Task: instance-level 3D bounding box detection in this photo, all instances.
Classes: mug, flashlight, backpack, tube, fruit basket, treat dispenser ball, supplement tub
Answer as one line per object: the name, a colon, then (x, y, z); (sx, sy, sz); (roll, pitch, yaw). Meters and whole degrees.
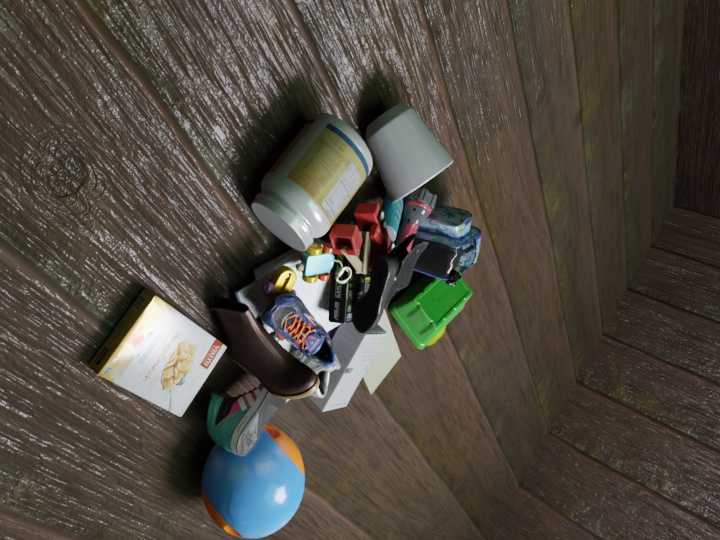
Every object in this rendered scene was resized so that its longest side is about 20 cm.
mug: (0.082, -0.242, 1.229); (0.148, 0.186, 0.155); (-35, 97, -7)
flashlight: (0.105, -0.074, 1.305); (0.067, 0.066, 0.206); (30, 77, -64)
backpack: (0.190, -0.072, 1.414); (0.198, 0.179, 0.152); (-21, 122, -57)
tube: (0.070, -0.142, 1.299); (0.203, 0.049, 0.079); (-72, 160, -44)
fruit basket: (0.171, 0.105, 1.550); (0.214, 0.157, 0.216); (-39, 178, -2)
treat dispenser ball: (-0.202, 0.396, 1.154); (0.198, 0.198, 0.207); (-27, 128, -40)
supplement tub: (-0.084, -0.152, 1.058); (0.202, 0.143, 0.146); (-54, 141, -15)

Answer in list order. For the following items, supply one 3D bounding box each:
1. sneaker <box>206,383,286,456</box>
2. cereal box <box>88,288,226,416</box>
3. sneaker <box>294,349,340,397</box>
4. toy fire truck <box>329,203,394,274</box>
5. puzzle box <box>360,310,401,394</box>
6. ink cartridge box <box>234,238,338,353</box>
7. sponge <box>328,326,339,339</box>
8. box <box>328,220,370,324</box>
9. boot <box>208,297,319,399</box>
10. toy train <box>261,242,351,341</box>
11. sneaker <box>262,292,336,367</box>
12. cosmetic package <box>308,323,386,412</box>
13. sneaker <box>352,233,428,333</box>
sneaker: (-0.218, 0.248, 1.133); (0.201, 0.117, 0.086); (-51, 143, -50)
cereal box: (-0.323, 0.140, 0.999); (0.146, 0.039, 0.200); (-57, 142, -13)
sneaker: (-0.115, 0.224, 1.216); (0.201, 0.100, 0.077); (-49, 156, 26)
toy fire truck: (0.009, -0.046, 1.150); (0.202, 0.047, 0.144); (67, 34, -47)
puzzle box: (0.032, 0.193, 1.484); (0.133, 0.025, 0.203); (-46, 139, -25)
ink cartridge box: (-0.137, 0.065, 1.177); (0.197, 0.040, 0.204); (-29, 129, -23)
sponge: (-0.059, 0.077, 1.305); (0.110, 0.029, 0.206); (-26, 127, -40)
box: (0.000, 0.000, 1.255); (0.199, 0.046, 0.200); (-7, 99, -65)
boot: (-0.171, 0.135, 1.057); (0.073, 0.195, 0.169); (-51, 139, -35)
toy train: (-0.114, 0.032, 1.116); (0.199, 0.055, 0.151); (-43, 138, -11)
sneaker: (-0.099, 0.108, 1.081); (0.076, 0.078, 0.200); (-49, 137, -3)
cosmetic package: (-0.033, 0.203, 1.330); (0.101, 0.073, 0.204); (5, 116, -58)
sneaker: (0.056, 0.028, 1.175); (0.103, 0.060, 0.204); (-15, 133, -48)
